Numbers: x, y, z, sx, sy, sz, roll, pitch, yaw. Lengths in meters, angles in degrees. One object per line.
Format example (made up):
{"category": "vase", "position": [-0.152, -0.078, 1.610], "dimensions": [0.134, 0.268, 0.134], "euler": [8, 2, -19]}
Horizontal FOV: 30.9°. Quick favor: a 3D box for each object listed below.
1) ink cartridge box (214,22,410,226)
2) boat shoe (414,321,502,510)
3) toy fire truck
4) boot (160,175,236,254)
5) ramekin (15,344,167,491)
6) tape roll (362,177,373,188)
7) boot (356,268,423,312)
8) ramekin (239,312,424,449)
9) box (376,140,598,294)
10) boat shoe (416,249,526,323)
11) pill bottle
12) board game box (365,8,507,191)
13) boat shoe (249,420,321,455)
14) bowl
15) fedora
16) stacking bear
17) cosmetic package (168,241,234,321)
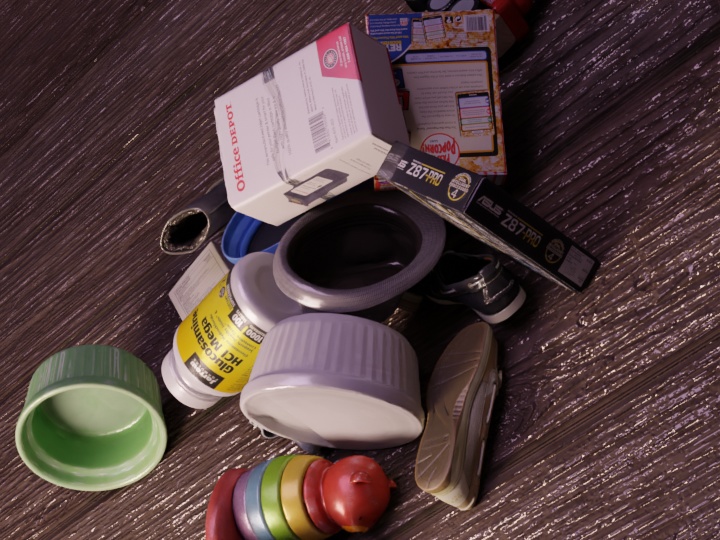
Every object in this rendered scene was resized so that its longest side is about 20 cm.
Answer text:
{"category": "ink cartridge box", "position": [-0.057, -0.159, 1.453], "dimensions": [0.199, 0.084, 0.146], "euler": [-25, 63, 29]}
{"category": "boat shoe", "position": [0.113, 0.151, 1.379], "dimensions": [0.073, 0.063, 0.202], "euler": [-22, 43, 44]}
{"category": "toy fire truck", "position": [0.167, -0.377, 1.643], "dimensions": [0.200, 0.129, 0.176], "euler": [-45, 37, -2]}
{"category": "boot", "position": [-0.208, -0.071, 1.791], "dimensions": [0.182, 0.072, 0.200], "euler": [-45, 7, 41]}
{"category": "ramekin", "position": [-0.361, 0.195, 1.767], "dimensions": [0.200, 0.200, 0.098], "euler": [-40, 33, 22]}
{"category": "tape roll", "position": [-0.062, -0.070, 1.718], "dimensions": [0.200, 0.066, 0.201], "euler": [-28, 47, 34]}
{"category": "boot", "position": [-0.027, 0.070, 1.569], "dimensions": [0.199, 0.072, 0.156], "euler": [13, 88, 28]}
{"category": "ramekin", "position": [-0.027, 0.120, 1.426], "dimensions": [0.202, 0.202, 0.095], "euler": [-17, 56, 41]}
{"category": "box", "position": [0.134, -0.056, 1.372], "dimensions": [0.161, 0.200, 0.049], "euler": [28, 88, 54]}
{"category": "boat shoe", "position": [0.109, 0.000, 1.458], "dimensions": [0.072, 0.068, 0.200], "euler": [-48, 25, -9]}
{"category": "pill bottle", "position": [-0.150, 0.077, 1.544], "dimensions": [0.200, 0.112, 0.113], "euler": [-45, 37, 35]}
{"category": "board game box", "position": [0.084, -0.195, 1.490], "dimensions": [0.150, 0.046, 0.201], "euler": [-2, 77, 0]}
{"category": "boat shoe", "position": [-0.103, 0.169, 1.589], "dimensions": [0.200, 0.070, 0.072], "euler": [22, 80, 52]}
{"category": "bowl", "position": [-0.083, -0.073, 1.611], "dimensions": [0.200, 0.039, 0.201], "euler": [-31, 27, 18]}
{"category": "fedora", "position": [0.000, 0.000, 1.460], "dimensions": [0.200, 0.091, 0.177], "euler": [-35, 50, -29]}
{"category": "stacking bear", "position": [-0.058, 0.258, 1.452], "dimensions": [0.199, 0.121, 0.114], "euler": [-17, 59, 30]}
{"category": "cosmetic package", "position": [-0.176, 0.060, 1.748], "dimensions": [0.104, 0.073, 0.200], "euler": [-49, 37, 10]}
